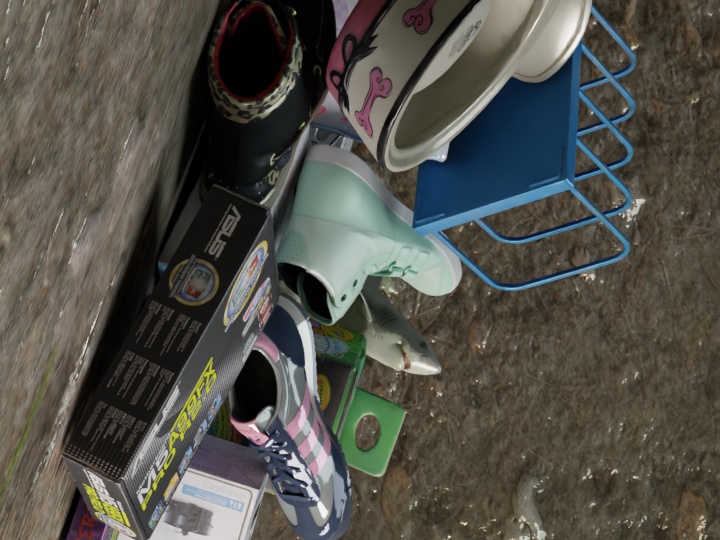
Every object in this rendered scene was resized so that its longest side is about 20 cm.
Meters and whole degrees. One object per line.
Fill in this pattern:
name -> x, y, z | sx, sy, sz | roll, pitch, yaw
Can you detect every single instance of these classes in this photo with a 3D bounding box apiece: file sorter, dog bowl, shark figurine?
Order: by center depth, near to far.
dog bowl -> 0.056, -0.167, 1.517 | 0.200, 0.074, 0.200 | -46, 165, -15
file sorter -> 0.139, -0.103, 1.725 | 0.138, 0.123, 0.201 | -18, -131, 33
shark figurine -> -0.010, -0.012, 1.829 | 0.128, 0.215, 0.089 | -4, -149, 48

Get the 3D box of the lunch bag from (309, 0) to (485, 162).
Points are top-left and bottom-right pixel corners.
lunch bag -> 0.013, -0.198, 1.663 | 0.127, 0.169, 0.201 | -78, -178, -82

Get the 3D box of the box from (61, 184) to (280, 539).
box -> -0.117, 0.064, 1.410 | 0.200, 0.044, 0.160 | -62, 171, -19

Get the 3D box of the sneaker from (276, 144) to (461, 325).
sneaker -> 0.000, 0.000, 1.700 | 0.200, 0.074, 0.119 | 40, 66, -45

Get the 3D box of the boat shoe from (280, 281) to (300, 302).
boat shoe -> -0.091, -0.033, 1.812 | 0.073, 0.062, 0.200 | -68, 157, -18

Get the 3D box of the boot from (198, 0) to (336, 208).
boot -> -0.057, -0.150, 1.471 | 0.154, 0.073, 0.204 | 100, 6, -63

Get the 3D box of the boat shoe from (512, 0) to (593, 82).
boat shoe -> 0.146, -0.233, 1.618 | 0.062, 0.075, 0.201 | -60, 162, -51

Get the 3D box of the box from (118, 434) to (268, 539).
box -> -0.150, 0.225, 1.707 | 0.060, 0.116, 0.201 | -70, 178, -67

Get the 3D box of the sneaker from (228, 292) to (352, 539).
sneaker -> -0.065, 0.122, 1.625 | 0.082, 0.070, 0.201 | -34, 113, -53

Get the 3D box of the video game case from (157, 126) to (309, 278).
video game case -> -0.092, -0.036, 1.616 | 0.200, 0.045, 0.182 | 96, 16, -67

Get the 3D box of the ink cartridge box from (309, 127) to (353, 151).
ink cartridge box -> -0.040, -0.153, 1.974 | 0.200, 0.083, 0.146 | -64, 173, -82

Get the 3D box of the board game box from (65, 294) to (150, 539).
board game box -> -0.167, 0.126, 1.533 | 0.120, 0.032, 0.201 | 119, -11, -73

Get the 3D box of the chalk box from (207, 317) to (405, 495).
chalk box -> -0.066, 0.104, 1.765 | 0.124, 0.199, 0.125 | -73, -178, -79
